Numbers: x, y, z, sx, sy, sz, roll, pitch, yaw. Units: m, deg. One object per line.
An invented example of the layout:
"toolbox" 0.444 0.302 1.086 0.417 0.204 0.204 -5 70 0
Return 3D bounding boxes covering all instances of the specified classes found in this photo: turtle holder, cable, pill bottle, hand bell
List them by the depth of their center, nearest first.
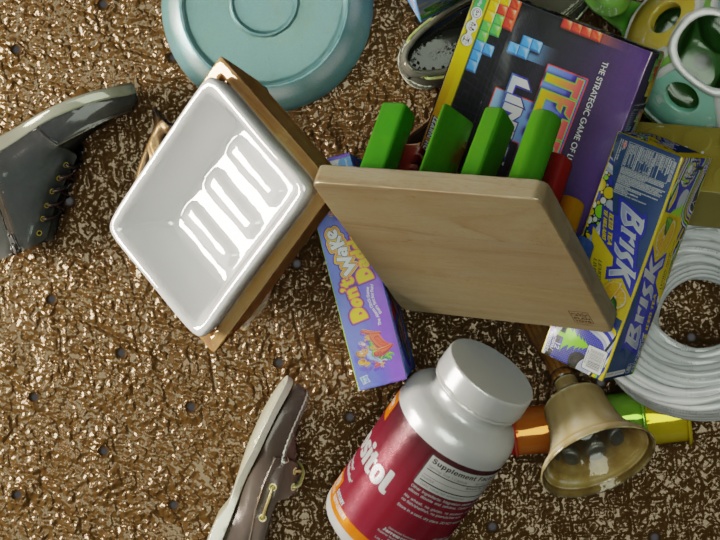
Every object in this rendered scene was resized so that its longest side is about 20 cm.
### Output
"turtle holder" 0.294 -0.202 1.567 0.140 0.132 0.186 -28 89 5
"pill bottle" 0.063 0.161 1.567 0.113 0.113 0.200 35 115 3
"cable" 0.299 0.033 1.573 0.199 0.069 0.201 -4 68 12
"hand bell" 0.178 0.089 1.579 0.104 0.104 0.201 -22 52 4

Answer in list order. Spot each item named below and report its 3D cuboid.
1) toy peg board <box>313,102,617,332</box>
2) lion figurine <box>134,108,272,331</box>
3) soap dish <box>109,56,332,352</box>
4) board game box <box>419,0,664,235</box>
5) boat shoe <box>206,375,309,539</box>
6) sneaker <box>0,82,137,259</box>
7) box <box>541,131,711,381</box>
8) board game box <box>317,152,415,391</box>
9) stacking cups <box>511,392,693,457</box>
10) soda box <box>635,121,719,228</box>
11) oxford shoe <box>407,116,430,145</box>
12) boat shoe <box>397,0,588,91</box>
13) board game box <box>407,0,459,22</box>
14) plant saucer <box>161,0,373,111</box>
"toy peg board" 0.099 -0.050 1.447 0.199 0.199 0.098 6 62 30
"lion figurine" -0.147 -0.046 1.639 0.200 0.072 0.123 40 106 17
"soap dish" -0.111 -0.056 1.523 0.157 0.081 0.200 49 121 19
"board game box" 0.145 -0.122 1.527 0.165 0.057 0.201 23 103 18
"boat shoe" -0.086 0.195 1.631 0.059 0.072 0.201 23 96 -3
"sneaker" -0.276 -0.092 1.644 0.199 0.075 0.107 -26 93 13
"box" 0.223 -0.012 1.496 0.064 0.070 0.201 26 106 28
"board game box" 0.000 0.000 1.589 0.044 0.134 0.201 -14 89 5
"stacking cups" 0.198 0.142 1.613 0.199 0.061 0.061 -8 90 4
"soda box" 0.247 -0.087 1.567 0.199 0.064 0.068 7 63 21
"oxford shoe" 0.121 -0.156 1.592 0.200 0.071 0.071 -42 112 10
"boat shoe" 0.126 -0.224 1.614 0.201 0.060 0.072 -27 90 4
"board game box" 0.107 -0.276 1.545 0.151 0.200 0.037 -29 89 4
"plant saucer" -0.088 -0.247 1.646 0.199 0.027 0.202 0 91 4
